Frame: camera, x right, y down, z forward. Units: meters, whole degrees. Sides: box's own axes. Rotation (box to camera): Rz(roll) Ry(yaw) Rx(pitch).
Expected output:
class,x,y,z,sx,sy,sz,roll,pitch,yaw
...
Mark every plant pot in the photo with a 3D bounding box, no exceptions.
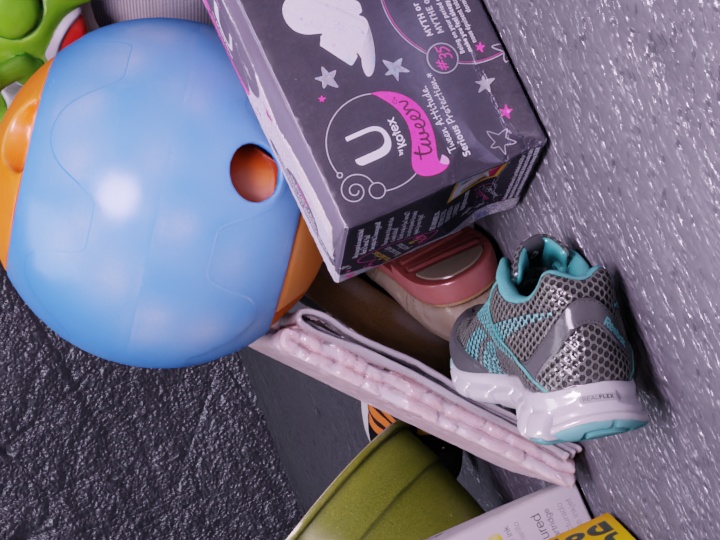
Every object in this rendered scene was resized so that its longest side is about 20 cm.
class,x,y,z,sx,sy,sz,roll,pitch,yaw
plant pot,0.000,0.000,1.370,0.200,0.028,0.200,34,-169,-8
plant pot,0.043,0.242,1.483,0.193,0.200,0.200,37,166,10

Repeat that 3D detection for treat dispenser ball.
class,x,y,z,sx,sy,sz,roll,pitch,yaw
treat dispenser ball,-0.113,-0.044,1.206,0.201,0.201,0.201,157,90,-82

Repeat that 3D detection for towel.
class,x,y,z,sx,sy,sz,roll,pitch,yaw
towel,0.028,0.074,1.295,0.200,0.032,0.191,27,174,-8

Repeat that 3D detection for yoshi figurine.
class,x,y,z,sx,sy,sz,roll,pitch,yaw
yoshi figurine,-0.226,-0.128,1.272,0.112,0.112,0.200,17,132,35

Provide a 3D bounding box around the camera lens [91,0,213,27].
class,x,y,z,sx,sy,sz,roll,pitch,yaw
camera lens,-0.118,-0.235,1.308,0.200,0.160,0.160,106,140,-74

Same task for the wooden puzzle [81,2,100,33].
class,x,y,z,sx,sy,sz,roll,pitch,yaw
wooden puzzle,-0.200,-0.105,1.401,0.185,0.037,0.200,8,141,41

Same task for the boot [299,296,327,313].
class,x,y,z,sx,sy,sz,roll,pitch,yaw
boot,-0.069,-0.015,1.627,0.154,0.203,0.074,84,-157,-78

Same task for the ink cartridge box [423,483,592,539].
class,x,y,z,sx,sy,sz,roll,pitch,yaw
ink cartridge box,0.064,0.241,1.326,0.145,0.200,0.147,118,128,-80

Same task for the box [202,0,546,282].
class,x,y,z,sx,sy,sz,roll,pitch,yaw
box,-0.004,-0.113,1.081,0.132,0.115,0.200,104,143,-77

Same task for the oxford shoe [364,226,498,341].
class,x,y,z,sx,sy,sz,roll,pitch,yaw
oxford shoe,0.039,0.003,1.299,0.075,0.070,0.200,64,175,-23

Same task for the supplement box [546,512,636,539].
class,x,y,z,sx,sy,sz,roll,pitch,yaw
supplement box,0.142,0.260,1.196,0.110,0.109,0.200,-137,25,-71

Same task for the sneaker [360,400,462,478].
class,x,y,z,sx,sy,sz,roll,pitch,yaw
sneaker,0.042,0.108,1.569,0.090,0.070,0.200,-119,11,-51

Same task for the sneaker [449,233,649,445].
class,x,y,z,sx,sy,sz,roll,pitch,yaw
sneaker,0.093,0.025,1.058,0.200,0.077,0.091,-156,59,-74
